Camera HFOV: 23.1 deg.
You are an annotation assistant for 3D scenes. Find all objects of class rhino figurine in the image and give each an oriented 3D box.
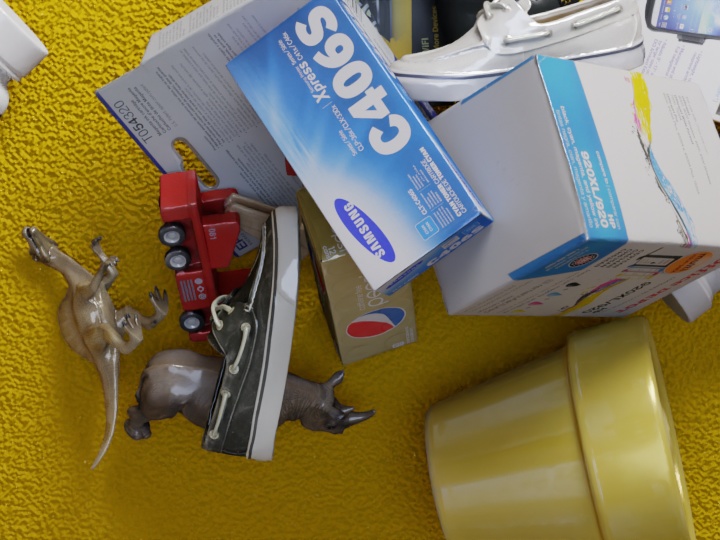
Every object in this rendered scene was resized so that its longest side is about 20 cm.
[{"bbox_3d":[-0.086,0.106,1.415,0.200,0.087,0.060,7,53,-8],"label":"rhino figurine"}]

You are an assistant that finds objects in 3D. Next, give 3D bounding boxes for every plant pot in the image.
[{"bbox_3d":[0.157,0.152,1.410,0.189,0.201,0.201,-12,98,12],"label":"plant pot"}]

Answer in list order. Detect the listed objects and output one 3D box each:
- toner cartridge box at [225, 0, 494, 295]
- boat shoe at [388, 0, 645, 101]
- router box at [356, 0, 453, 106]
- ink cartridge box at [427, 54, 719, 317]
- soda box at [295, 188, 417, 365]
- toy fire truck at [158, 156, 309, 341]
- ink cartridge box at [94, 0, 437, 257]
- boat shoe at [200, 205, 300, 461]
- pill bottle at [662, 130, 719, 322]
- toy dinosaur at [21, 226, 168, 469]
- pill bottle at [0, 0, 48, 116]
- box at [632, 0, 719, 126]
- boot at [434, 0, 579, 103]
[{"bbox_3d":[-0.002,-0.091,1.245,0.095,0.043,0.200,-36,76,10],"label":"toner cartridge box"},{"bbox_3d":[0.112,-0.171,1.300,0.200,0.071,0.070,-10,109,-5],"label":"boat shoe"},{"bbox_3d":[-0.011,-0.226,1.405,0.157,0.052,0.200,-5,97,-5],"label":"router box"},{"bbox_3d":[0.162,-0.055,1.308,0.200,0.147,0.145,2,66,-43],"label":"ink cartridge box"},{"bbox_3d":[0.000,0.000,1.360,0.068,0.200,0.064,-18,66,-4],"label":"soda box"},{"bbox_3d":[-0.084,-0.035,1.372,0.141,0.049,0.200,-8,130,1],"label":"toy fire truck"},{"bbox_3d":[-0.067,-0.126,1.357,0.200,0.043,0.196,-26,126,18],"label":"ink cartridge box"},{"bbox_3d":[-0.083,0.047,1.332,0.064,0.071,0.200,8,102,-4],"label":"boat shoe"},{"bbox_3d":[0.312,-0.056,1.429,0.200,0.116,0.116,-40,99,-1],"label":"pill bottle"},{"bbox_3d":[-0.203,0.048,1.406,0.101,0.058,0.200,-23,85,37],"label":"toy dinosaur"},{"bbox_3d":[-0.343,-0.132,1.349,0.200,0.114,0.114,-44,99,0],"label":"pill bottle"},{"bbox_3d":[0.272,-0.182,1.395,0.200,0.041,0.119,24,95,26],"label":"box"},{"bbox_3d":[0.067,-0.203,1.357,0.198,0.073,0.163,-22,107,-2],"label":"boot"}]
